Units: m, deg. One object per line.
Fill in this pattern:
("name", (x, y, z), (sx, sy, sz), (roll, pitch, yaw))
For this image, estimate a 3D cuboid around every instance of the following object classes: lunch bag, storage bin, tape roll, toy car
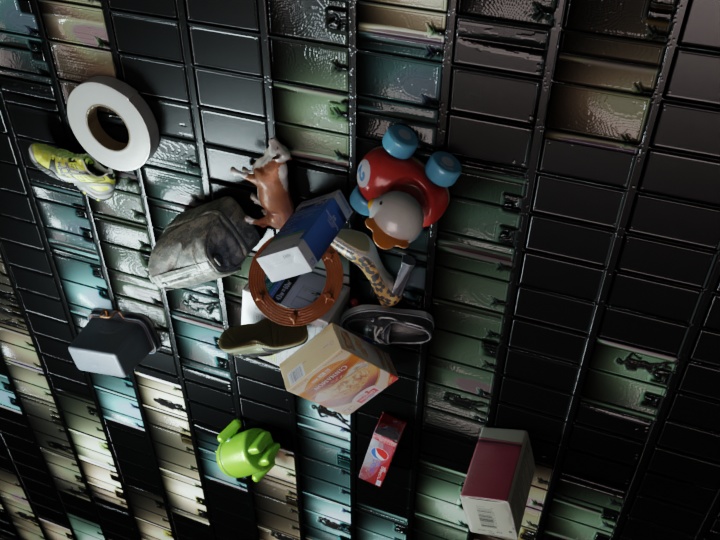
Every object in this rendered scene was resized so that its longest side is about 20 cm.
("lunch bag", (-0.337, -0.043, 1.612), (0.199, 0.168, 0.140), (-13, 119, 34))
("storage bin", (-0.643, 0.186, 1.970), (0.199, 0.135, 0.146), (5, 128, 22))
("tape roll", (-0.510, -0.301, 1.579), (0.202, 0.037, 0.204), (14, 131, 17))
("toy car", (0.055, -0.115, 1.341), (0.176, 0.200, 0.185), (32, 133, -1))

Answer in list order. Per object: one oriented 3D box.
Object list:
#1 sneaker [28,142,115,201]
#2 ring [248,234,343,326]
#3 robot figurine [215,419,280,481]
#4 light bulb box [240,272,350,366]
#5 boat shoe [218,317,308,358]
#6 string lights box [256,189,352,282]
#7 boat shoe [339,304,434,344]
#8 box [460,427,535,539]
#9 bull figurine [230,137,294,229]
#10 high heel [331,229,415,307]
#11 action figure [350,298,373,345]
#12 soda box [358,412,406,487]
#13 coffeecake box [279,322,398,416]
("sneaker", (-0.623, -0.233, 1.674), (0.199, 0.076, 0.077), (27, 127, -10))
("ring", (-0.134, 0.012, 1.561), (0.199, 0.201, 0.019), (19, 174, 11))
("robot figurine", (-0.308, 0.493, 2.064), (0.200, 0.116, 0.176), (-26, 111, 39))
("light bulb box", (-0.145, 0.107, 1.668), (0.199, 0.125, 0.199), (21, 133, 11))
("boat shoe", (-0.195, 0.144, 1.596), (0.200, 0.072, 0.066), (-9, 149, 17))
("string lights box", (-0.102, -0.069, 1.454), (0.102, 0.200, 0.059), (-14, 118, 35))
("boat shoe", (0.052, 0.121, 1.594), (0.199, 0.068, 0.072), (5, 124, 6))
("box", (0.305, 0.462, 1.682), (0.108, 0.200, 0.128), (0, 126, 26))
("bull figurine", (-0.183, -0.166, 1.510), (0.121, 0.065, 0.201), (9, 127, 24))
("high heel", (0.000, 0.000, 1.549), (0.199, 0.072, 0.143), (23, 132, 1))
("action figure", (0.004, 0.149, 1.683), (0.065, 0.052, 0.201), (-1, 121, 20))
("soda box", (0.052, 0.440, 1.876), (0.063, 0.070, 0.201), (23, 133, 8))
("coffeecake box", (-0.043, 0.211, 1.603), (0.153, 0.073, 0.200), (-39, 137, 18))
